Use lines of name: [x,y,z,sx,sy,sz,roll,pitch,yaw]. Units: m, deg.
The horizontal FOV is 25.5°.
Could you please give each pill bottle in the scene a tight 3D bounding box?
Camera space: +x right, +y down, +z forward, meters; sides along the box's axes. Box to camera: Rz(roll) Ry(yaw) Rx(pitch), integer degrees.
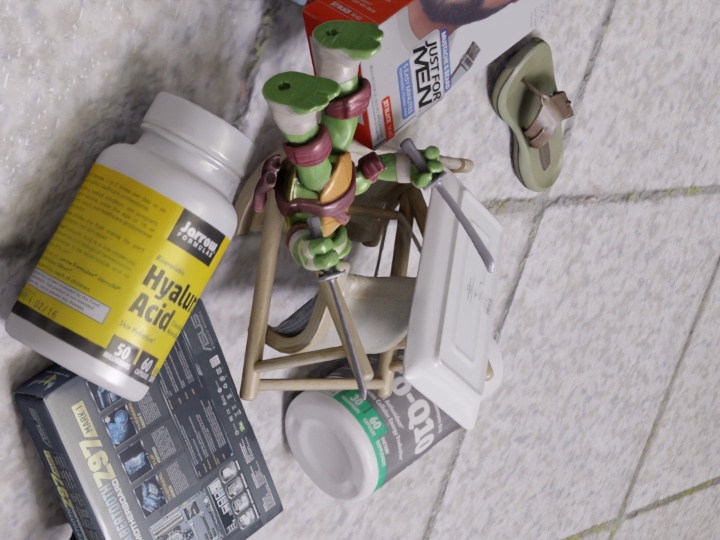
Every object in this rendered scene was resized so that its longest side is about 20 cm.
pill bottle: [0.035,0.121,1.485,0.200,0.113,0.113,-33,138,-36]
pill bottle: [-0.155,-0.019,1.115,0.201,0.111,0.111,-62,148,-6]

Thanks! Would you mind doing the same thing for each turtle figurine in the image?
turtle figurine: [0.007,-0.060,1.105,0.143,0.200,0.194,-23,136,-15]

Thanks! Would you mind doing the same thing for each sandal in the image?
sandal: [0.178,-0.147,1.520,0.080,0.057,0.201,-49,146,-17]

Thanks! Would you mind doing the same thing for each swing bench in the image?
swing bench: [0.000,0.000,1.311,0.199,0.129,0.201,5,76,-54]

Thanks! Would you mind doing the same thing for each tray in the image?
tray: [0.083,0.019,1.294,0.107,0.022,0.201,42,49,-44]

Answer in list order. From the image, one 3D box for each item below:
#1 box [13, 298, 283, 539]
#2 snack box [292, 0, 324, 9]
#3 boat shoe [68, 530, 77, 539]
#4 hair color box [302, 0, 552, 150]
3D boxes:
box: [-0.159,0.142,1.227,0.158,0.051,0.201,-35,114,-36]
snack box: [0.028,-0.261,1.218,0.200,0.068,0.169,16,104,-57]
boat shoe: [-0.160,0.184,1.307,0.199,0.074,0.066,-13,122,-48]
hair color box: [0.055,-0.193,1.192,0.200,0.064,0.111,-40,144,-24]
